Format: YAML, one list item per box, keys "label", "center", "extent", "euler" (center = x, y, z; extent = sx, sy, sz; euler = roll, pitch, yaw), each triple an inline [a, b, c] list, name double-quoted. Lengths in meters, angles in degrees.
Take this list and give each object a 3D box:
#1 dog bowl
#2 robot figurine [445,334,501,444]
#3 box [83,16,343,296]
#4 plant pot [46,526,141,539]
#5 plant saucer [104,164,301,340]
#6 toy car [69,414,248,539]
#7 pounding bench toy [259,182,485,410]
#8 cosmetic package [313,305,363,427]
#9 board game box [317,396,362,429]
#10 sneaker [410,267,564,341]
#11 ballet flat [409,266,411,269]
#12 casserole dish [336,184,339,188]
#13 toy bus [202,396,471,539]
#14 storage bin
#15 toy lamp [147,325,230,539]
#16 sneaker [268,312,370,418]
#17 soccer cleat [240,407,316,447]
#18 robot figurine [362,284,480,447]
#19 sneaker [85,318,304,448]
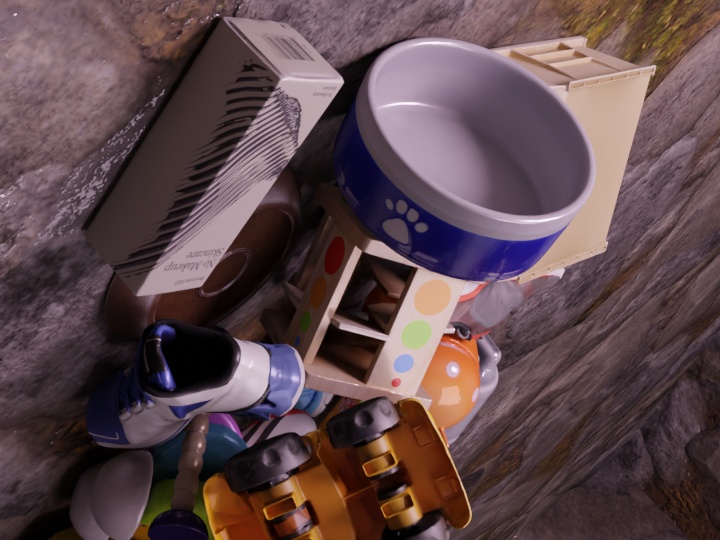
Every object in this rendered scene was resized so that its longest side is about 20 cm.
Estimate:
- label: "dog bowl"
  center: [0.082, -0.090, 1.100]
  extent: [0.200, 0.200, 0.079]
  euler: [-25, 156, -41]
- label: "robot figurine"
  center: [0.100, 0.153, 1.767]
  extent: [0.170, 0.113, 0.200]
  euler: [-4, 139, -39]
- label: "box"
  center: [-0.104, -0.078, 0.962]
  extent: [0.082, 0.068, 0.200]
  euler: [-11, 142, -56]
- label: "plant pot"
  center: [-0.254, 0.350, 1.372]
  extent: [0.200, 0.200, 0.176]
  euler: [-11, 140, -56]
- label: "plant saucer"
  center: [-0.120, -0.007, 1.136]
  extent: [0.200, 0.032, 0.200]
  euler: [-37, 159, -17]
- label: "toy car"
  center: [-0.165, 0.197, 1.293]
  extent: [0.200, 0.175, 0.150]
  euler: [-30, -136, 63]
- label: "pounding bench toy"
  center: [0.000, 0.000, 1.209]
  extent: [0.124, 0.200, 0.156]
  euler: [15, 108, -27]
- label: "cosmetic package"
  center: [-0.021, 0.134, 1.535]
  extent: [0.108, 0.085, 0.200]
  euler: [-13, 143, -49]
- label: "board game box"
  center: [-0.019, 0.182, 1.482]
  extent: [0.096, 0.030, 0.200]
  euler: [-4, 134, -53]
- label: "sneaker"
  center: [0.115, 0.024, 1.339]
  extent: [0.200, 0.077, 0.082]
  euler: [-9, 119, -40]
- label: "ballet flat"
  center: [0.116, -0.043, 1.404]
  extent: [0.200, 0.074, 0.074]
  euler: [-43, 162, -25]
- label: "casserole dish"
  center: [0.039, -0.071, 1.301]
  extent: [0.121, 0.039, 0.200]
  euler: [-41, 160, -6]
- label: "toy bus"
  center: [-0.016, 0.187, 1.176]
  extent: [0.200, 0.136, 0.192]
  euler: [-23, 180, 3]
- label: "storage bin"
  center: [0.173, -0.106, 1.306]
  extent: [0.199, 0.094, 0.200]
  euler: [-17, 127, -49]
- label: "toy lamp"
  center: [-0.142, 0.139, 1.196]
  extent: [0.058, 0.200, 0.058]
  euler: [3, 145, 2]
- label: "sneaker"
  center: [-0.064, 0.090, 1.409]
  extent: [0.090, 0.078, 0.200]
  euler: [12, 147, -20]
- label: "soccer cleat"
  center: [-0.132, 0.207, 1.413]
  extent: [0.200, 0.085, 0.069]
  euler: [-27, 138, 11]
- label: "robot figurine"
  center: [0.062, 0.081, 1.388]
  extent: [0.117, 0.200, 0.144]
  euler: [7, 133, -10]
- label: "sneaker"
  center: [-0.157, 0.083, 1.118]
  extent: [0.199, 0.081, 0.115]
  euler: [-15, 152, 29]
